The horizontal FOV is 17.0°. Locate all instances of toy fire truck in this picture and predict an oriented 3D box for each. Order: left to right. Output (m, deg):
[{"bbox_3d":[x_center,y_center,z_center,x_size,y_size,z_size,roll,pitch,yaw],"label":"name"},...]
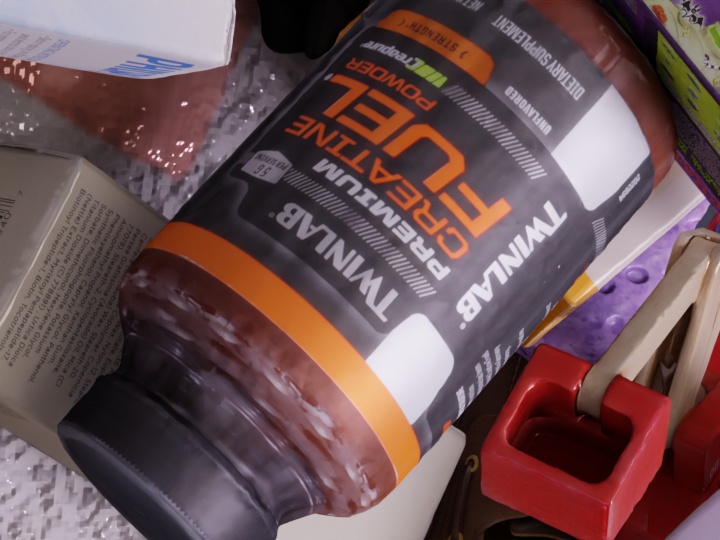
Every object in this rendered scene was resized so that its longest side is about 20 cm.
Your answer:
[{"bbox_3d":[0.113,0.034,0.855,0.200,0.048,0.142,-55,154,-30],"label":"toy fire truck"}]

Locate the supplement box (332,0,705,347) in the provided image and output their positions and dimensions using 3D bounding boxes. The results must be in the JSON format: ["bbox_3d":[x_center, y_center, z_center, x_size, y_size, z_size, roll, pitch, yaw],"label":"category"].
[{"bbox_3d":[0.098,-0.086,0.867,0.200,0.074,0.126,-39,85,-16],"label":"supplement box"}]

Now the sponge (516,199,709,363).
[{"bbox_3d":[0.091,-0.064,0.916,0.111,0.030,0.201,33,73,-4],"label":"sponge"}]

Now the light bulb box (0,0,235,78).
[{"bbox_3d":[-0.125,-0.164,0.647,0.198,0.125,0.200,9,91,-16],"label":"light bulb box"}]

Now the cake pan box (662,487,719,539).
[{"bbox_3d":[0.121,0.150,0.879,0.184,0.052,0.200,-40,156,0],"label":"cake pan box"}]

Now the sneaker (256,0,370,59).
[{"bbox_3d":[-0.057,-0.134,0.789,0.199,0.076,0.091,28,84,-37],"label":"sneaker"}]

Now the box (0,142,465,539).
[{"bbox_3d":[-0.059,0.041,0.811,0.200,0.068,0.083,39,72,-37],"label":"box"}]

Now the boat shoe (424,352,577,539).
[{"bbox_3d":[0.060,0.090,0.920,0.072,0.067,0.201,32,75,-38],"label":"boat shoe"}]

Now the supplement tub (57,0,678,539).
[{"bbox_3d":[0.000,0.000,0.735,0.200,0.107,0.107,-48,124,-17],"label":"supplement tub"}]

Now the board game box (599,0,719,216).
[{"bbox_3d":[0.078,-0.095,0.758,0.032,0.120,0.200,-36,77,-7],"label":"board game box"}]
